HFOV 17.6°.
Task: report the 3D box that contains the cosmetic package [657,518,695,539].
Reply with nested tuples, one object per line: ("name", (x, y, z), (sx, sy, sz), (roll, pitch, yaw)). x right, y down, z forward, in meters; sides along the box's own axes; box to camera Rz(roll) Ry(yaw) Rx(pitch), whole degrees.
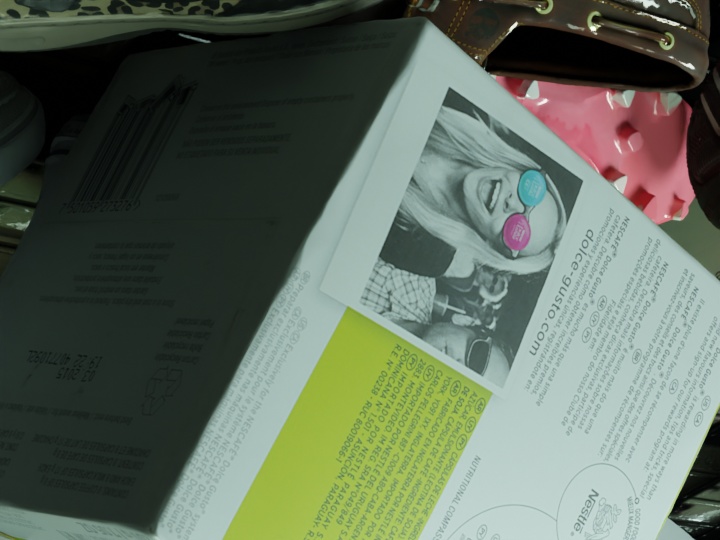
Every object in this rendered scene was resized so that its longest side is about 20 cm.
("cosmetic package", (0.197, 0.217, 1.591), (0.082, 0.051, 0.200), (-20, 153, 19))

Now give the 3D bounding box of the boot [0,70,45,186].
("boot", (-0.199, -0.066, 0.840), (0.200, 0.074, 0.096), (-22, 126, -40))

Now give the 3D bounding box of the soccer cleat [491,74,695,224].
("soccer cleat", (0.075, -0.060, 0.991), (0.076, 0.067, 0.200), (17, -173, 41))

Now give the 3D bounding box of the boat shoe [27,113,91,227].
("boat shoe", (-0.108, 0.011, 1.013), (0.073, 0.067, 0.200), (18, 153, 23))

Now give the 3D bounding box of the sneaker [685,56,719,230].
("sneaker", (0.221, -0.087, 0.955), (0.115, 0.076, 0.200), (-4, 145, -26))

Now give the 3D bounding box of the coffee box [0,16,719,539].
("coffee box", (-0.014, 0.048, 0.867), (0.198, 0.200, 0.200), (38, 160, -31))

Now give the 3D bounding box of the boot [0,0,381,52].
("boot", (-0.061, -0.142, 0.750), (0.200, 0.073, 0.151), (-8, 154, 4))

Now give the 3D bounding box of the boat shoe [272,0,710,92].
("boat shoe", (0.039, -0.098, 0.864), (0.200, 0.070, 0.070), (-2, 172, -15))

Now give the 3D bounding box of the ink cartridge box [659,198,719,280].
("ink cartridge box", (0.262, -0.012, 1.119), (0.200, 0.088, 0.145), (9, 147, -39))
